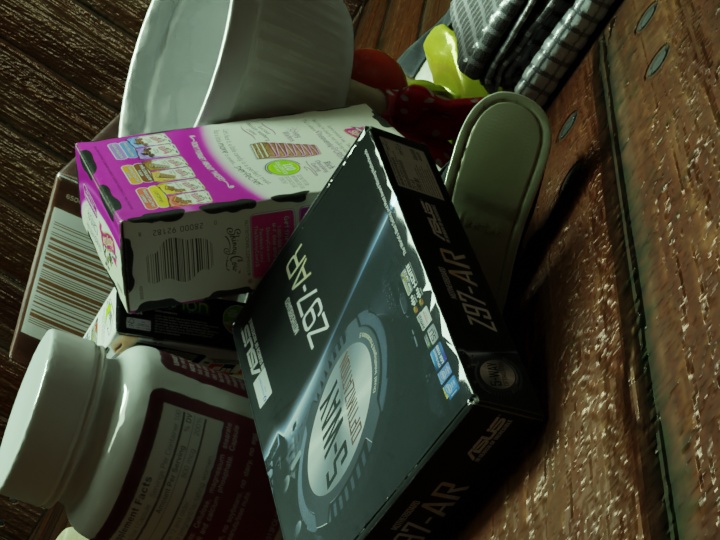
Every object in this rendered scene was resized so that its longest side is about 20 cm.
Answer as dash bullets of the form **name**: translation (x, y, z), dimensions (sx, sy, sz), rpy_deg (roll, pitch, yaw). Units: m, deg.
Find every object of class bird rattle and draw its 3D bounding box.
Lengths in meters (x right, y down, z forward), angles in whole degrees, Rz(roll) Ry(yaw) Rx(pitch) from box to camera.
- **bird rattle**: translation (0.024, -0.118, 1.116), dimensions (0.200, 0.161, 0.114), rpy_deg (-47, -25, -62)

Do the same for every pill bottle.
- **pill bottle**: translation (-0.102, 0.112, 0.864), dimensions (0.115, 0.198, 0.115), rpy_deg (-57, 20, 35)

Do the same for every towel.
- **towel**: translation (0.132, -0.221, 1.073), dimensions (0.166, 0.085, 0.201), rpy_deg (-56, 10, 23)

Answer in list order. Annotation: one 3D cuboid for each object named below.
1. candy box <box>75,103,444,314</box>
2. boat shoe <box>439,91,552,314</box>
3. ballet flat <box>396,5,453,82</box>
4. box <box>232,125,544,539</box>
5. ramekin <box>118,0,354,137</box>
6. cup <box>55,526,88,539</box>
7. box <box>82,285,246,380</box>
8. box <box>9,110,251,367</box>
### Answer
- **candy box**: translation (-0.063, -0.042, 0.910), dimensions (0.136, 0.197, 0.062), rpy_deg (-131, 35, -58)
- **boat shoe**: translation (0.053, -0.004, 0.859), dimensions (0.066, 0.074, 0.202), rpy_deg (28, -99, -85)
- **ballet flat**: translation (0.079, -0.178, 1.275), dimensions (0.201, 0.073, 0.073), rpy_deg (-52, 8, -11)
- **box**: translation (0.004, 0.050, 0.773), dimensions (0.161, 0.043, 0.201), rpy_deg (-53, 37, 31)
- **ramekin**: translation (-0.086, -0.135, 1.053), dimensions (0.200, 0.104, 0.203), rpy_deg (-39, 43, 50)
- **cup**: translation (-0.150, 0.242, 0.943), dimensions (0.201, 0.142, 0.201), rpy_deg (-56, 9, 14)
- **box**: translation (-0.075, 0.061, 0.948), dimensions (0.110, 0.198, 0.035), rpy_deg (134, 140, -53)
- **box**: translation (-0.153, -0.010, 1.177), dimensions (0.200, 0.162, 0.168), rpy_deg (-67, -2, -65)
